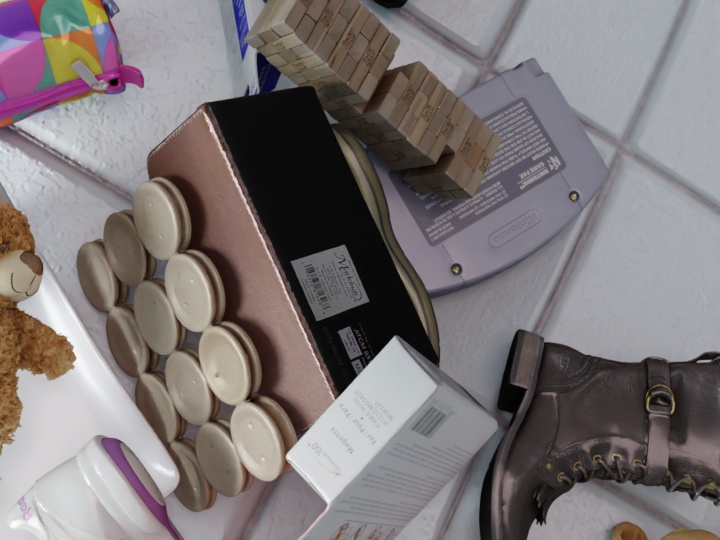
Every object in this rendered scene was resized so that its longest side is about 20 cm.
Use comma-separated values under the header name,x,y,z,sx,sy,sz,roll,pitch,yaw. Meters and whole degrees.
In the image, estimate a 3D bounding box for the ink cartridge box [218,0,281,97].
name,x,y,z,sx,sy,sz,roll,pitch,yaw
ink cartridge box,-0.081,-0.207,0.809,0.039,0.099,0.203,-6,79,-16

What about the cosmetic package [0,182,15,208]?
name,x,y,z,sx,sy,sz,roll,pitch,yaw
cosmetic package,-0.291,-0.068,0.665,0.071,0.202,0.101,20,51,37

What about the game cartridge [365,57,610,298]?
name,x,y,z,sx,sy,sz,roll,pitch,yaw
game cartridge,0.090,-0.065,0.850,0.198,0.042,0.134,-30,89,-19

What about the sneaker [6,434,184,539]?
name,x,y,z,sx,sy,sz,roll,pitch,yaw
sneaker,-0.146,0.205,0.698,0.099,0.075,0.202,-31,103,-8

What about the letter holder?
name,x,y,z,sx,sy,sz,roll,pitch,yaw
letter holder,-0.064,0.006,0.724,0.100,0.141,0.202,-20,83,-48

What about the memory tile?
name,x,y,z,sx,sy,sz,roll,pitch,yaw
memory tile,-0.117,0.052,0.714,0.017,0.153,0.202,-19,81,-40

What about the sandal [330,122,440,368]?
name,x,y,z,sx,sy,sz,roll,pitch,yaw
sandal,-0.001,-0.001,0.776,0.057,0.080,0.204,-24,96,-20

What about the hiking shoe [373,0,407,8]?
name,x,y,z,sx,sy,sz,roll,pitch,yaw
hiking shoe,0.034,-0.259,0.872,0.197,0.076,0.102,-14,88,-7

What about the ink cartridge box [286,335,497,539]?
name,x,y,z,sx,sy,sz,roll,pitch,yaw
ink cartridge box,0.001,0.135,0.684,0.174,0.200,0.044,-47,69,1

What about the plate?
name,x,y,z,sx,sy,sz,roll,pitch,yaw
plate,-0.251,0.114,0.724,0.198,0.032,0.201,-33,86,-20

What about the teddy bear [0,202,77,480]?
name,x,y,z,sx,sy,sz,roll,pitch,yaw
teddy bear,-0.234,0.058,0.659,0.145,0.066,0.202,41,67,-45

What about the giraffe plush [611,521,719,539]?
name,x,y,z,sx,sy,sz,roll,pitch,yaw
giraffe plush,0.254,0.235,0.772,0.160,0.173,0.203,16,107,1

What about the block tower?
name,x,y,z,sx,sy,sz,roll,pitch,yaw
block tower,0.009,-0.127,0.761,0.199,0.054,0.058,40,68,-28

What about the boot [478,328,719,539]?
name,x,y,z,sx,sy,sz,roll,pitch,yaw
boot,0.179,0.138,0.786,0.171,0.069,0.203,13,72,3

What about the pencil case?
name,x,y,z,sx,sy,sz,roll,pitch,yaw
pencil case,-0.256,-0.137,0.758,0.197,0.088,0.090,-20,81,-15
